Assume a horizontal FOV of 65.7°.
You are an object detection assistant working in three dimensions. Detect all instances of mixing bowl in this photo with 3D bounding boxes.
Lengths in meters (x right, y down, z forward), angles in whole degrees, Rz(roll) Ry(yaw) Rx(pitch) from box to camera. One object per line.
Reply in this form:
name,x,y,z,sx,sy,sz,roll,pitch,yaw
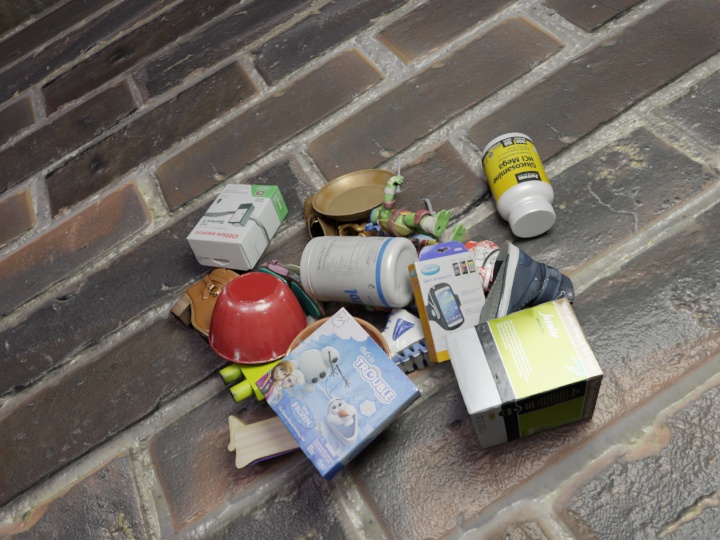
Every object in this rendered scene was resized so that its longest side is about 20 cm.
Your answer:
mixing bowl,-0.205,0.074,1.090,0.199,0.109,0.200,-1,35,1

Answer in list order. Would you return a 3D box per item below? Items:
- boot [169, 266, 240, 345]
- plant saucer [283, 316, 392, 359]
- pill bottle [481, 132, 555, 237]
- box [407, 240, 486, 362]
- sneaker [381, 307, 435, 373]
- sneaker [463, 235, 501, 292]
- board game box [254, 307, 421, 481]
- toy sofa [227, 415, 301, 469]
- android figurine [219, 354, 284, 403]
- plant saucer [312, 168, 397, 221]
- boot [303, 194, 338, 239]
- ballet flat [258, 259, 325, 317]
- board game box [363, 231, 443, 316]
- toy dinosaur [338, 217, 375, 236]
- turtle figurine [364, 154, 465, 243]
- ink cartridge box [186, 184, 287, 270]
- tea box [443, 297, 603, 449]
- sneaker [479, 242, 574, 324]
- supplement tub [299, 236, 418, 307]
boot,-0.302,0.076,1.208,0.200,0.074,0.155,31,66,26
plant saucer,-0.040,0.177,0.971,0.199,0.037,0.201,-6,60,11
pill bottle,0.319,-0.170,1.120,0.112,0.113,0.201,-15,56,9
box,0.159,0.052,0.987,0.119,0.041,0.201,-11,82,-18
sneaker,0.058,0.136,1.047,0.199,0.081,0.115,-16,51,0
sneaker,0.206,0.015,1.051,0.201,0.067,0.108,-36,54,-26
board game box,-0.039,0.195,0.914,0.199,0.043,0.200,-40,60,-10
toy sofa,-0.131,0.292,1.005,0.199,0.083,0.098,-19,59,7
android figurine,-0.167,0.180,1.080,0.200,0.041,0.182,-26,35,-22
plant saucer,-0.007,-0.162,1.239,0.199,0.036,0.200,-12,34,8
boot,-0.091,-0.109,1.248,0.073,0.076,0.200,-24,53,6
ballet flat,-0.132,0.026,1.189,0.200,0.069,0.071,30,53,32
board game box,0.093,-0.007,1.143,0.135,0.034,0.201,5,61,23
toy dinosaur,0.008,-0.091,1.225,0.106,0.061,0.200,-3,45,5
turtle figurine,0.117,-0.127,1.089,0.200,0.144,0.194,-36,41,-26
ink cartridge box,-0.278,-0.104,1.276,0.145,0.084,0.200,5,47,21
tea box,0.254,0.169,0.877,0.196,0.200,0.134,-17,55,6
sneaker,0.293,0.060,0.966,0.146,0.077,0.203,28,58,-5
supplement tub,0.000,0.000,1.069,0.199,0.132,0.132,2,60,31
